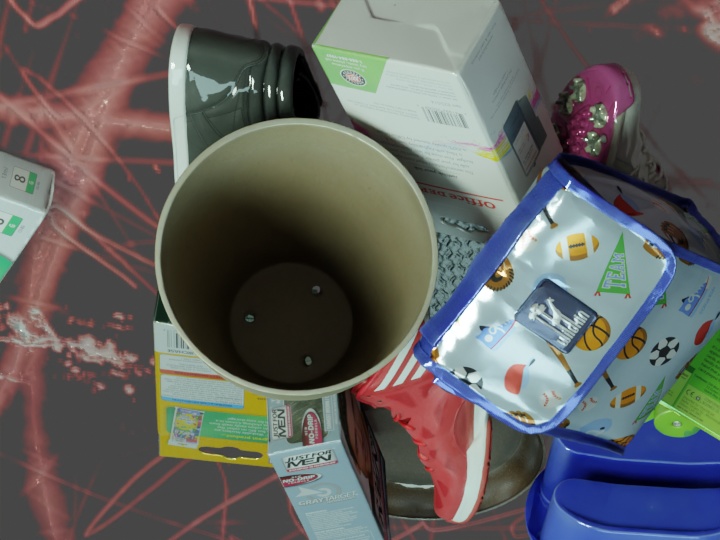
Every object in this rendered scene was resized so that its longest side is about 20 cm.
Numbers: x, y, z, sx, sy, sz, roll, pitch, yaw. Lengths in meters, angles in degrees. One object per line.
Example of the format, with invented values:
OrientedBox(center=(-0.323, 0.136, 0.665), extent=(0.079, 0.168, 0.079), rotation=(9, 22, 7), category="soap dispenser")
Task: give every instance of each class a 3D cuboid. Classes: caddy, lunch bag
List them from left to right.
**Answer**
OrientedBox(center=(0.146, 0.022, 1.600), extent=(0.200, 0.124, 0.170), rotation=(21, 112, -47), category="lunch bag")
OrientedBox(center=(0.235, 0.192, 1.958), extent=(0.199, 0.142, 0.105), rotation=(4, 141, 4), category="caddy")

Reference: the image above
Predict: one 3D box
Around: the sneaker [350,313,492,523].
OrientedBox(center=(0.045, 0.111, 1.880), extent=(0.115, 0.078, 0.201), rotation=(2, 120, -7), category="sneaker")

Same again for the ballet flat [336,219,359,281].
OrientedBox(center=(0.000, 0.000, 1.796), extent=(0.068, 0.063, 0.200), rotation=(1, 144, 5), category="ballet flat")

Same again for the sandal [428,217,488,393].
OrientedBox(center=(0.079, -0.001, 1.772), extent=(0.075, 0.048, 0.201), rotation=(5, 121, 4), category="sandal")

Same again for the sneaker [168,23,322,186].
OrientedBox(center=(-0.076, -0.088, 1.680), extent=(0.099, 0.071, 0.200), rotation=(7, 140, 8), category="sneaker")

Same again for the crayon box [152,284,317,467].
OrientedBox(center=(-0.102, 0.084, 1.939), extent=(0.125, 0.052, 0.200), rotation=(6, 144, 0), category="crayon box")

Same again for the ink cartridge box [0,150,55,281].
OrientedBox(center=(-0.350, -0.051, 1.798), extent=(0.199, 0.050, 0.161), rotation=(19, 143, -20), category="ink cartridge box")

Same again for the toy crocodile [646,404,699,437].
OrientedBox(center=(0.280, 0.081, 1.858), extent=(0.199, 0.068, 0.062), rotation=(-13, 140, 26), category="toy crocodile")

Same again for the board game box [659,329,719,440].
OrientedBox(center=(0.275, 0.071, 1.723), extent=(0.200, 0.048, 0.102), rotation=(32, 99, 0), category="board game box")

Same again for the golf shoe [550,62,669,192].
OrientedBox(center=(0.176, -0.074, 1.675), extent=(0.091, 0.075, 0.200), rotation=(-12, 145, -18), category="golf shoe")

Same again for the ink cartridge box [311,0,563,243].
OrientedBox(center=(0.061, -0.102, 1.614), extent=(0.117, 0.067, 0.200), rotation=(14, 151, 31), category="ink cartridge box")

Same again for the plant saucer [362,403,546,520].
OrientedBox(center=(0.055, 0.144, 2.003), extent=(0.199, 0.032, 0.201), rotation=(0, 141, 0), category="plant saucer")

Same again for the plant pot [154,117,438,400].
OrientedBox(center=(-0.048, 0.015, 1.661), extent=(0.187, 0.188, 0.200), rotation=(8, 165, -1), category="plant pot")

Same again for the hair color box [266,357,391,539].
OrientedBox(center=(-0.024, 0.148, 1.893), extent=(0.060, 0.099, 0.200), rotation=(-11, 144, 8), category="hair color box")
